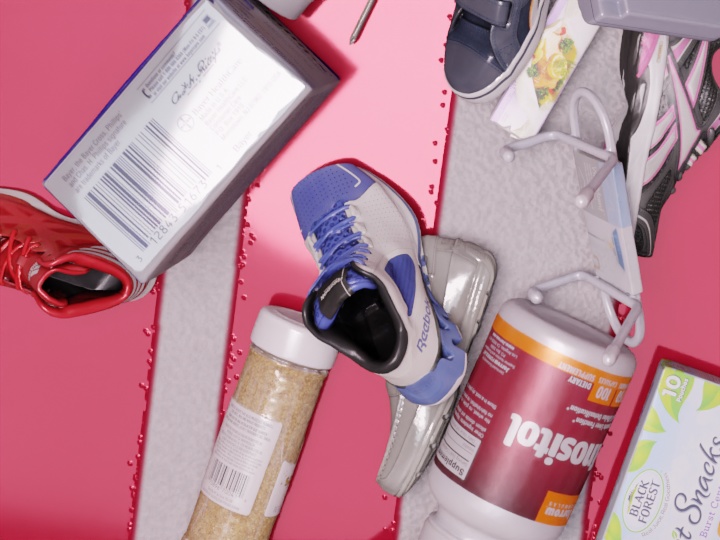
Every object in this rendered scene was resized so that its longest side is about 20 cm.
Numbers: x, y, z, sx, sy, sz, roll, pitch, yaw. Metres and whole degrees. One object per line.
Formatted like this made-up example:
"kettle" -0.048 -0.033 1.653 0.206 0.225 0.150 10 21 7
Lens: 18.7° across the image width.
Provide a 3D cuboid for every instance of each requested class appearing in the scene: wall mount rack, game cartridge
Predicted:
"wall mount rack" 0.162 -0.022 1.570 0.074 0.174 0.202 -17 109 -14
"game cartridge" 0.202 -0.261 1.569 0.132 0.040 0.202 3 68 -28

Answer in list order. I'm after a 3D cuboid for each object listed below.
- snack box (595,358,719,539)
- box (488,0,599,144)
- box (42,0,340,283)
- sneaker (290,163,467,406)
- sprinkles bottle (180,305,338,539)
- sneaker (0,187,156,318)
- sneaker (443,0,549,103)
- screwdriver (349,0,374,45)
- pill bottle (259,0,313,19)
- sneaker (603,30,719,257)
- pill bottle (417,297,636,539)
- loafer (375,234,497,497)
"snack box" 0.262 0.185 1.670 0.141 0.053 0.202 19 98 4
"box" 0.161 -0.189 1.638 0.038 0.041 0.201 30 98 -1
"box" -0.118 -0.103 1.591 0.105 0.200 0.184 42 98 0
"sneaker" 0.000 0.001 1.601 0.080 0.115 0.200 -36 63 18
"sprinkles bottle" -0.077 0.130 1.683 0.068 0.068 0.202 20 99 2
"sneaker" -0.257 -0.015 1.656 0.198 0.116 0.079 7 98 4
"sneaker" 0.105 -0.225 1.609 0.078 0.079 0.201 29 94 39
"screwdriver" 0.033 -0.262 1.647 0.029 0.028 0.201 36 101 31
"pill bottle" -0.016 -0.285 1.601 0.109 0.109 0.200 40 104 -1
"sneaker" 0.233 -0.104 1.627 0.085 0.080 0.202 7 104 -7
"pill bottle" 0.120 0.132 1.645 0.112 0.113 0.201 23 99 2
"loafer" 0.045 0.072 1.669 0.069 0.070 0.202 19 91 7
